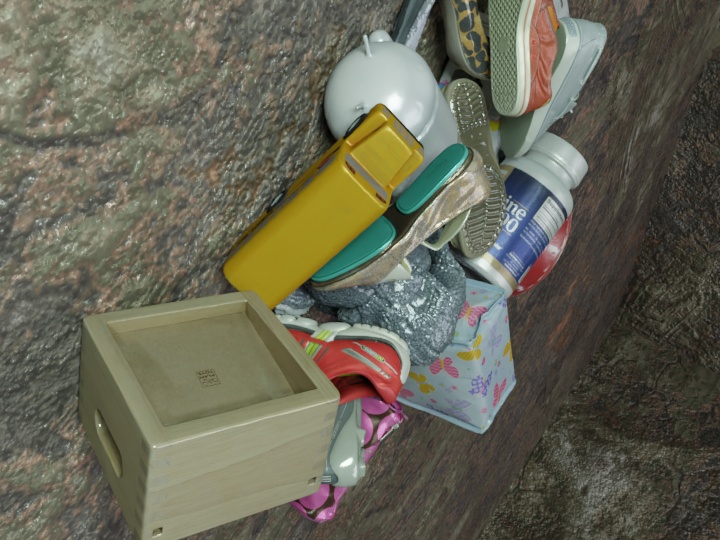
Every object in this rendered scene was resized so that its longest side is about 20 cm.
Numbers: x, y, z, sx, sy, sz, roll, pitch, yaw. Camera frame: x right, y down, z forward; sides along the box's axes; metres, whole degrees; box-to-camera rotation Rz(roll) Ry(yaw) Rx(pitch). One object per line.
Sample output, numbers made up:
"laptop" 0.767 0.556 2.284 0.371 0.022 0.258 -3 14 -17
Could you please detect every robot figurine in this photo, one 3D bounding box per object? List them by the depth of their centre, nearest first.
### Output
"robot figurine" 0.032 -0.151 0.803 0.200 0.111 0.173 39 42 -65

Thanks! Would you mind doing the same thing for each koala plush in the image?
"koala plush" 0.000 0.000 0.849 0.178 0.185 0.199 -46 131 14

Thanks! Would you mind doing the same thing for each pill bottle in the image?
"pill bottle" 0.200 -0.073 1.023 0.201 0.110 0.111 -52 155 -5

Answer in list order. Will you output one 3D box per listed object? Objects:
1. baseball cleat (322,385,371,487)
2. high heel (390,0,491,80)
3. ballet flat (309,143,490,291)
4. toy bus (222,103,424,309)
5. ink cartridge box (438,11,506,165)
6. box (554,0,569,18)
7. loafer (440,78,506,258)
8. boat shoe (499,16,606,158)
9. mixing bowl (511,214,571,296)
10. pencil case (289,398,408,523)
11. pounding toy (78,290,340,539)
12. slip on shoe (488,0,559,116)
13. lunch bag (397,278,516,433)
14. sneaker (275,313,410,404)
"baseball cleat" -0.042 0.143 0.834 0.201 0.104 0.071 -95 -172 -66
"high heel" 0.132 -0.288 0.864 0.197 0.071 0.144 5 118 -38
"ballet flat" 0.043 -0.032 0.750 0.199 0.068 0.067 -38 124 7
"toy bus" -0.034 -0.054 0.714 0.199 0.065 0.079 -40 -163 26
"ink cartridge box" 0.153 -0.205 1.031 0.147 0.085 0.203 13 101 -65
"box" 0.232 -0.325 0.992 0.145 0.036 0.203 -53 134 -57
"loafer" 0.118 -0.116 0.926 0.075 0.068 0.204 -13 102 -29
"boat shoe" 0.221 -0.202 0.917 0.070 0.071 0.202 -5 150 -16
"mixing bowl" 0.192 -0.074 1.157 0.107 0.200 0.203 20 97 -34
"pencil case" -0.023 0.246 1.089 0.202 0.093 0.091 -56 161 5
"pounding toy" -0.130 0.114 0.673 0.182 0.200 0.144 -8 125 -35
"slip on shoe" 0.174 -0.264 0.829 0.060 0.074 0.204 -8 106 -25
"lunch bag" 0.090 0.087 1.029 0.127 0.197 0.172 -49 139 -36
"sneaker" -0.049 0.097 0.795 0.078 0.196 0.086 66 30 -47
